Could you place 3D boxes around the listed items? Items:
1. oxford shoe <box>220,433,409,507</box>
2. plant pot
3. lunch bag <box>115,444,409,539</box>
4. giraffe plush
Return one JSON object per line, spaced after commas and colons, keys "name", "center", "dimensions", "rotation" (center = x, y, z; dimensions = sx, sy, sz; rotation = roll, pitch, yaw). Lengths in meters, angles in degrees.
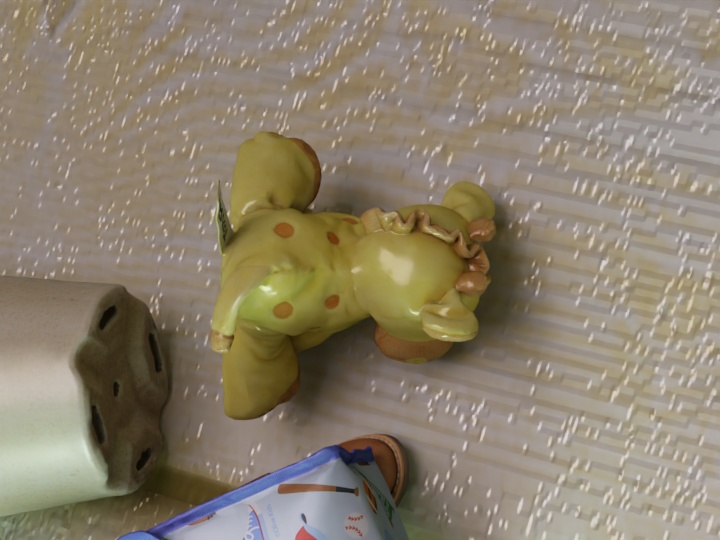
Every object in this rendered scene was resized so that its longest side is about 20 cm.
{"name": "oxford shoe", "center": [-0.059, 0.159, 1.806], "dimensions": [0.200, 0.071, 0.072], "rotation": [-32, 61, 20]}
{"name": "plant pot", "center": [-0.230, 0.081, 1.880], "dimensions": [0.183, 0.200, 0.201], "rotation": [-3, 76, 20]}
{"name": "lunch bag", "center": [-0.061, 0.216, 1.718], "dimensions": [0.199, 0.124, 0.171], "rotation": [-23, 79, 10]}
{"name": "giraffe plush", "center": [0.000, 0.000, 1.772], "dimensions": [0.161, 0.200, 0.173], "rotation": [4, 74, 4]}
